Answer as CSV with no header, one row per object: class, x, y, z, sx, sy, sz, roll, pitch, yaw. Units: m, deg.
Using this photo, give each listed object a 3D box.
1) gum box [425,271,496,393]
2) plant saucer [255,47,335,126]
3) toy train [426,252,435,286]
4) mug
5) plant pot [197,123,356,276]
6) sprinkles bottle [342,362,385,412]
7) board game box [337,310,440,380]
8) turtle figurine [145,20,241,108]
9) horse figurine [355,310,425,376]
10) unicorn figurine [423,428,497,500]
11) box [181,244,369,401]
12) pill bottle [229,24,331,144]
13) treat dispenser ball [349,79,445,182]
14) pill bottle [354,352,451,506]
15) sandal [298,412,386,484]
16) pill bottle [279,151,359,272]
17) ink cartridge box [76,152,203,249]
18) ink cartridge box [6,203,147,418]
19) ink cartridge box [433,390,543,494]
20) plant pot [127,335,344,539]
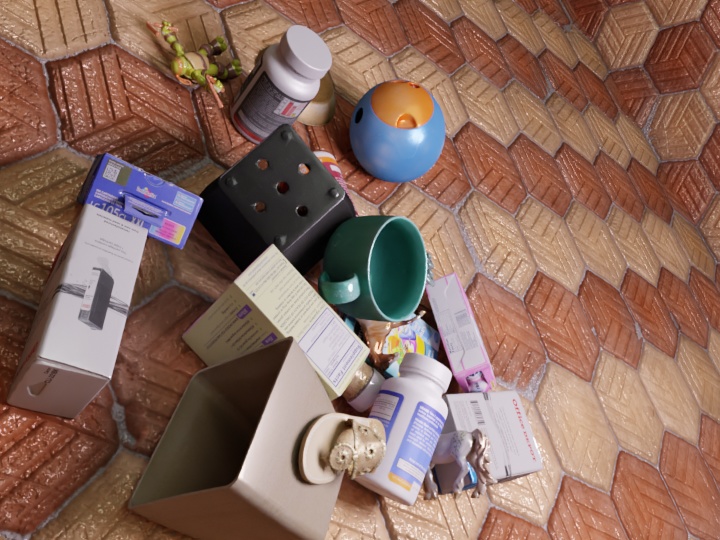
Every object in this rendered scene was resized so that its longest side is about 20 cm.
gum box,0.186,0.122,1.224,0.114,0.065,0.204,55,17,-55
plant saucer,-0.123,-0.393,1.380,0.197,0.035,0.204,24,48,-30
toy train,0.076,-0.010,1.223,0.114,0.085,0.200,44,15,-8
mug,0.005,-0.009,0.986,0.184,0.112,0.156,26,73,-49
plant pot,-0.120,-0.100,1.001,0.199,0.177,0.200,-41,90,-15
sprinkles bottle,-0.052,0.134,1.049,0.199,0.068,0.069,43,42,-10
board game box,0.046,0.123,1.163,0.198,0.047,0.153,37,43,-18
turtle figurine,-0.282,-0.360,1.187,0.200,0.065,0.161,46,33,5
horse figurine,0.021,0.051,1.096,0.132,0.050,0.202,-38,96,-15
unicorn figurine,0.122,0.292,1.066,0.074,0.195,0.141,32,51,-61
box,-0.119,0.101,0.925,0.200,0.175,0.097,47,43,-4
pill bottle,-0.142,-0.326,1.189,0.114,0.199,0.118,23,48,-28
treat dispenser ball,0.075,-0.282,1.361,0.198,0.200,0.205,23,48,-28
pill bottle,0.066,0.233,1.004,0.111,0.111,0.203,33,69,-19
sandal,0.004,0.213,0.823,0.211,0.068,0.080,16,69,-65
pill bottle,-0.061,-0.094,1.167,0.111,0.113,0.204,-7,66,-44
ink cartridge box,-0.294,-0.093,0.885,0.134,0.199,0.078,25,86,-26
ink cartridge box,-0.331,0.051,0.786,0.082,0.144,0.204,23,50,-28
ink cartridge box,0.210,0.296,1.165,0.197,0.084,0.149,7,57,-40
plant pot,-0.125,0.236,0.824,0.178,0.197,0.202,48,39,-26
